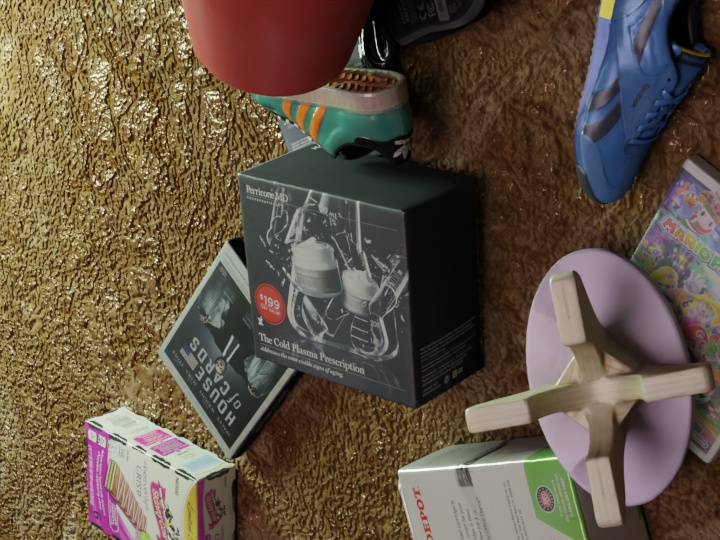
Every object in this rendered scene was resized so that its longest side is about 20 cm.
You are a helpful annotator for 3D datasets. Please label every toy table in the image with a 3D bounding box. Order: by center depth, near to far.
[{"bbox_3d":[0.179,0.087,1.168,0.183,0.117,0.201,-24,86,19],"label":"toy table"}]

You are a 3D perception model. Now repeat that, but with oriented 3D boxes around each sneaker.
[{"bbox_3d":[0.213,-0.135,1.154,0.078,0.066,0.202,25,121,33],"label":"sneaker"},{"bbox_3d":[-0.029,-0.137,1.368,0.199,0.071,0.081,18,127,49],"label":"sneaker"}]

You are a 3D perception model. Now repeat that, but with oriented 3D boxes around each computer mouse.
[{"bbox_3d":[0.058,-0.244,1.287,0.199,0.052,0.140,-2,102,57],"label":"computer mouse"}]

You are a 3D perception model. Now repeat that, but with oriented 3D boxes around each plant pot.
[{"bbox_3d":[-0.067,-0.254,1.265,0.200,0.200,0.178,44,149,25],"label":"plant pot"}]

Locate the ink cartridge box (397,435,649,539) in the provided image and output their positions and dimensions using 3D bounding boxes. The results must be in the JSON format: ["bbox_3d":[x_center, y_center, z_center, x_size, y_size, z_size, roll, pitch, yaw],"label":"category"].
[{"bbox_3d":[0.143,0.223,1.338,0.199,0.084,0.147,-12,95,46],"label":"ink cartridge box"}]

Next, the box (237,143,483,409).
[{"bbox_3d":[0.000,0.000,1.375,0.199,0.104,0.184,14,117,39],"label":"box"}]

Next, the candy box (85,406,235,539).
[{"bbox_3d":[-0.227,0.253,1.740,0.199,0.061,0.138,19,117,39],"label":"candy box"}]

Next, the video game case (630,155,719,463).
[{"bbox_3d":[0.264,0.032,1.195,0.143,0.018,0.201,44,131,26],"label":"video game case"}]

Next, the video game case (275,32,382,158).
[{"bbox_3d":[-0.039,-0.189,1.423,0.142,0.019,0.202,-19,89,47],"label":"video game case"}]

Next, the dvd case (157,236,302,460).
[{"bbox_3d":[-0.131,0.084,1.610,0.151,0.025,0.200,53,134,18],"label":"dvd case"}]
